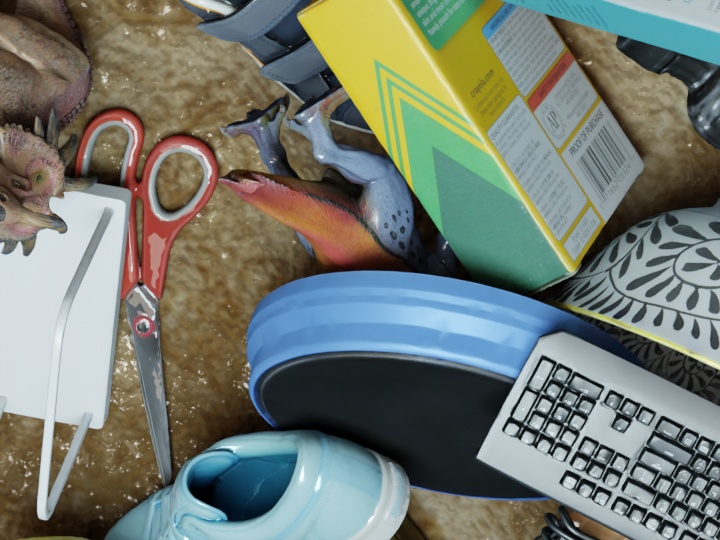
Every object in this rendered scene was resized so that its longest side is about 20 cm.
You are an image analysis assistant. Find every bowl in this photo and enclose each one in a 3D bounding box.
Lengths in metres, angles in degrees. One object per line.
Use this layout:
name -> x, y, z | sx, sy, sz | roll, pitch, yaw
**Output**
bowl -> 0.194, 0.022, 1.284 | 0.201, 0.201, 0.094 | 28, 84, -3
bowl -> 0.041, 0.061, 1.300 | 0.201, 0.201, 0.039 | 12, 67, 2

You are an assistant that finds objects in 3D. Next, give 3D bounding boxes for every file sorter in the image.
file sorter -> -0.229, 0.030, 1.333 | 0.200, 0.125, 0.139 | 10, 121, 2

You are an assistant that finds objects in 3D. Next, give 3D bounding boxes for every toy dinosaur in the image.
toy dinosaur -> -0.169, -0.080, 1.288 | 0.136, 0.200, 0.086 | 22, 140, 12
toy dinosaur -> 0.000, 0.000, 1.300 | 0.105, 0.200, 0.182 | -16, 108, 37

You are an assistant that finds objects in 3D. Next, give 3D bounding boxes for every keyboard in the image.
keyboard -> 0.148, 0.114, 1.204 | 0.200, 0.040, 0.104 | 26, 108, -1

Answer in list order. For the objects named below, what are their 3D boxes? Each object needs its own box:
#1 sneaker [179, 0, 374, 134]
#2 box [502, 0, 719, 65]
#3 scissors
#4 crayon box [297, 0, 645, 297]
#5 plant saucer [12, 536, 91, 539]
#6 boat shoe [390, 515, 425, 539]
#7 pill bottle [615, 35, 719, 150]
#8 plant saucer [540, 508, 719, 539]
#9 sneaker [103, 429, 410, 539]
sneaker -> -0.040, -0.134, 1.297 | 0.200, 0.079, 0.078 | 43, 107, -10
box -> 0.140, -0.143, 1.191 | 0.200, 0.049, 0.082 | 20, 80, 27
scissors -> -0.119, 0.015, 1.389 | 0.073, 0.014, 0.200 | 9, 109, 1
crayon box -> 0.047, -0.097, 1.270 | 0.052, 0.126, 0.200 | -27, 103, 32
plant saucer -> -0.086, 0.216, 1.377 | 0.200, 0.048, 0.200 | 16, 140, 20
boat shoe -> 0.021, 0.188, 1.401 | 0.069, 0.071, 0.200 | -35, 92, 16
pill bottle -> 0.226, -0.086, 1.265 | 0.200, 0.112, 0.112 | 33, 108, -5
plant saucer -> 0.170, 0.179, 1.259 | 0.200, 0.032, 0.200 | 2, 106, 7
sneaker -> -0.073, 0.115, 1.350 | 0.200, 0.074, 0.082 | -22, 139, 37
